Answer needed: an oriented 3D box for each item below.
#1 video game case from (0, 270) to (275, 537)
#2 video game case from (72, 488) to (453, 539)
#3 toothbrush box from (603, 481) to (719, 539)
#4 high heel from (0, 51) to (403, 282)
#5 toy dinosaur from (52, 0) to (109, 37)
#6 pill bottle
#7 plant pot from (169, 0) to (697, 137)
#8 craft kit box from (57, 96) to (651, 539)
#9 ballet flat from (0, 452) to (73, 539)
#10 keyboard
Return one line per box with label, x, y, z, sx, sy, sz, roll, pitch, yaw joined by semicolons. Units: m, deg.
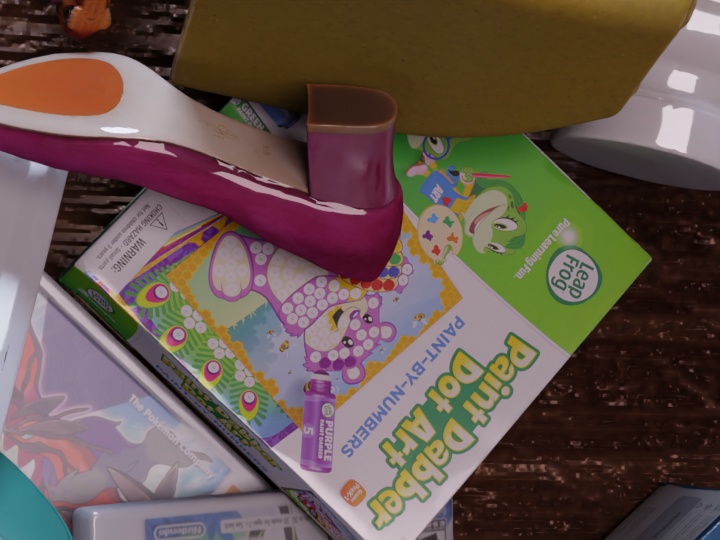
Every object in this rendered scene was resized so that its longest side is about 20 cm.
video game case;-0.162;0.104;1.209;0.200;0.023;0.182;44;74;-17
video game case;-0.039;0.192;1.238;0.199;0.022;0.183;-2;91;-36
toothbrush box;0.173;0.226;1.318;0.146;0.085;0.200;-40;106;-18
high heel;-0.081;-0.037;1.182;0.199;0.068;0.096;7;129;5
toy dinosaur;-0.089;-0.196;1.201;0.199;0.105;0.182;-6;107;-32
pill bottle;0.156;-0.147;1.297;0.115;0.116;0.201;16;84;-22
plant pot;0.049;-0.166;1.166;0.199;0.194;0.196;19;70;-4
craft kit box;0.000;0.000;1.241;0.197;0.048;0.200;44;70;-7
ballet flat;-0.210;0.077;1.151;0.200;0.068;0.062;43;115;-15
keyboard;-0.164;0.002;1.169;0.056;0.011;0.201;25;55;-22
